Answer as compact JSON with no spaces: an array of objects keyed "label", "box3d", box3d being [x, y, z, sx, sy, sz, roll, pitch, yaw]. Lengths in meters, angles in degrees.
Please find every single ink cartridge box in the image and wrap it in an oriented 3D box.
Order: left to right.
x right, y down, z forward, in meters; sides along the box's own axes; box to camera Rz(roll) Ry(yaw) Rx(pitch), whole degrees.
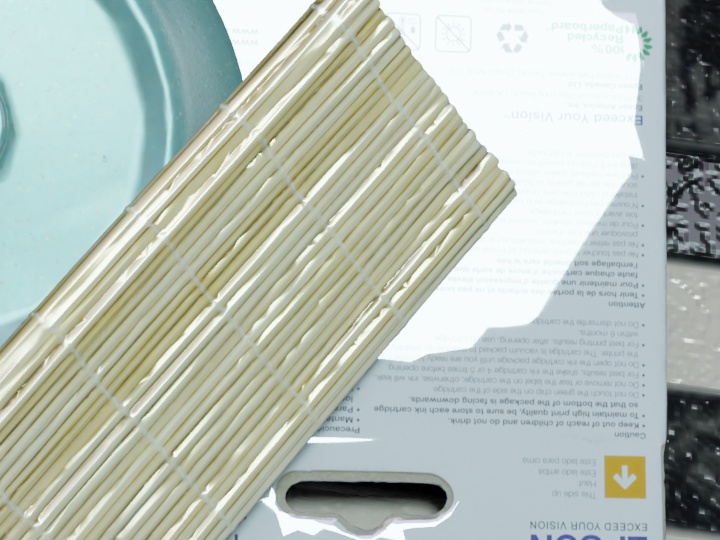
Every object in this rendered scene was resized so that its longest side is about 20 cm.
[{"label":"ink cartridge box","box3d":[0.000,0.000,0.718,0.195,0.043,0.202,2,82,-6]}]

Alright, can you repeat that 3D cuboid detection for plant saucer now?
[{"label":"plant saucer","box3d":[-0.126,-0.041,0.657,0.199,0.036,0.202,2,83,-15]}]

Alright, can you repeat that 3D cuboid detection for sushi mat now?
[{"label":"sushi mat","box3d":[-0.040,0.016,0.660,0.200,0.096,0.012,-49,29,-14]}]
